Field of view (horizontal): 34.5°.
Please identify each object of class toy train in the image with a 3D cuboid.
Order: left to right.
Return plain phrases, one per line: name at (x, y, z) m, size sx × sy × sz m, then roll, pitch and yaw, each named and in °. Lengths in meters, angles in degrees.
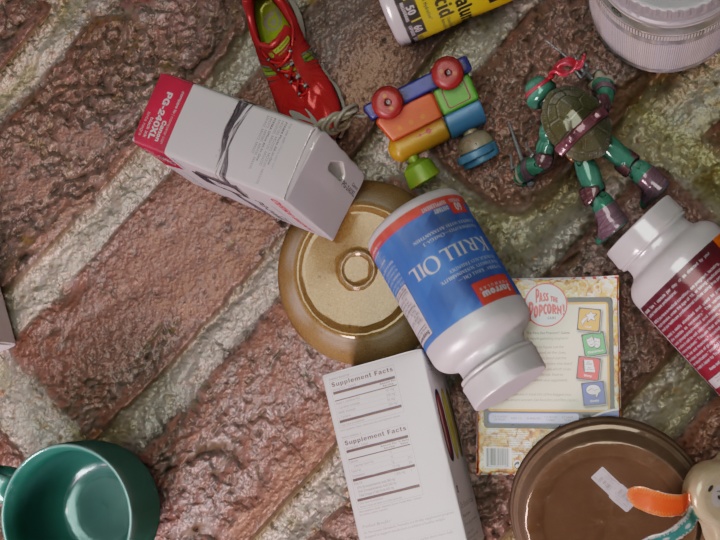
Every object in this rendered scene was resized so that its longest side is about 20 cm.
toy train at (0.043, -0.137, 1.232) m, size 0.198 × 0.085 × 0.117 m, roll -26°, pitch 93°, yaw 2°

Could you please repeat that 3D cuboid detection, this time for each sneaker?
sneaker at (-0.082, -0.226, 1.268) m, size 0.076 × 0.085 × 0.202 m, roll -28°, pitch 79°, yaw 9°

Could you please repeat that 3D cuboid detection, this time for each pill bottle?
pill bottle at (0.099, 0.030, 1.146) m, size 0.111 × 0.112 × 0.202 m, roll -33°, pitch 72°, yaw 7°
pill bottle at (0.112, -0.325, 1.222) m, size 0.197 × 0.111 × 0.113 m, roll -22°, pitch 80°, yaw 10°
pill bottle at (0.341, 0.028, 1.137) m, size 0.113 × 0.113 × 0.200 m, roll -43°, pitch 78°, yaw 5°

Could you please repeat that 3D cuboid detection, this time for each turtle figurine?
turtle figurine at (0.220, -0.136, 1.192) m, size 0.149 × 0.101 × 0.201 m, roll -39°, pitch 84°, yaw 6°

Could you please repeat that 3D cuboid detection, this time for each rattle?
rattle at (0.365, 0.227, 1.064) m, size 0.143 × 0.197 × 0.132 m, roll 39°, pitch 116°, yaw 54°

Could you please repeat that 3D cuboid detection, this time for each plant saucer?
plant saucer at (0.000, 0.000, 1.254) m, size 0.196 × 0.035 × 0.204 m, roll -1°, pitch 84°, yaw 13°
plant saucer at (0.245, 0.243, 1.147) m, size 0.196 × 0.029 × 0.204 m, roll 3°, pitch 104°, yaw 11°

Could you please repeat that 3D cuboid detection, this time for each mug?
mug at (-0.303, 0.250, 1.256) m, size 0.152 × 0.114 × 0.186 m, roll -41°, pitch 77°, yaw 6°

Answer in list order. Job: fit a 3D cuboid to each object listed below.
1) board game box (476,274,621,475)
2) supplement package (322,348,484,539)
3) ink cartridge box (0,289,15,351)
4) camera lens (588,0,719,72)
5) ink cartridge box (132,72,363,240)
board game box at (0.194, 0.109, 1.195) m, size 0.149 × 0.046 × 0.204 m, roll 0°, pitch 84°, yaw 13°
supplement package at (0.046, 0.192, 1.185) m, size 0.108 × 0.114 × 0.204 m, roll -15°, pitch 82°, yaw 12°
ink cartridge box at (-0.501, 0.016, 1.337) m, size 0.143 × 0.084 × 0.203 m, roll -21°, pitch 80°, yaw 10°
camera lens at (0.301, -0.292, 1.131) m, size 0.157 × 0.200 × 0.163 m, roll -1°, pitch 84°, yaw 12°
ink cartridge box at (-0.114, -0.118, 1.215) m, size 0.198 × 0.145 × 0.084 m, roll 23°, pitch 84°, yaw 24°
